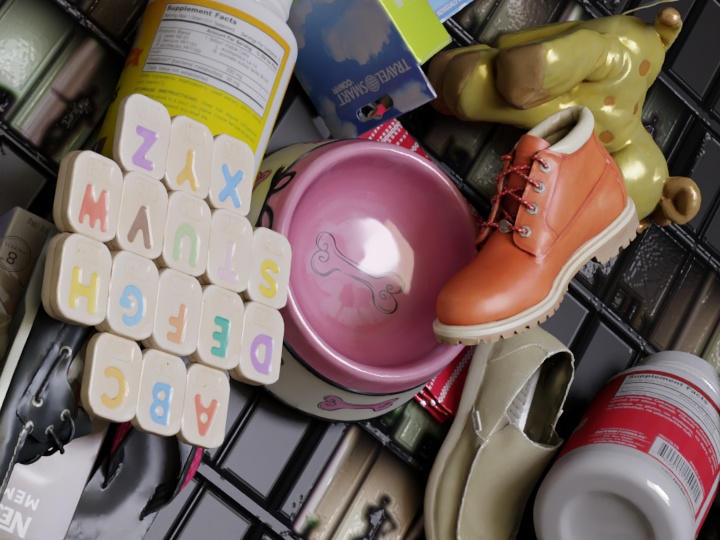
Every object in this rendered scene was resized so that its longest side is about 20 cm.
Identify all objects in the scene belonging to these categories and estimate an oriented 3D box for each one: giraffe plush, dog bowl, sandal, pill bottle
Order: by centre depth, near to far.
[{"bbox_3d":[-0.137,0.121,1.310,0.075,0.045,0.201,35,65,-19],"label":"sandal"},{"bbox_3d":[-0.109,-0.115,1.336,0.109,0.109,0.201,27,68,-23],"label":"pill bottle"},{"bbox_3d":[0.000,0.000,1.372,0.199,0.074,0.202,7,75,-29],"label":"dog bowl"},{"bbox_3d":[0.204,0.138,1.432,0.113,0.112,0.200,57,32,-8],"label":"pill bottle"},{"bbox_3d":[0.164,-0.099,1.468,0.199,0.172,0.163,-16,100,-14],"label":"giraffe plush"}]

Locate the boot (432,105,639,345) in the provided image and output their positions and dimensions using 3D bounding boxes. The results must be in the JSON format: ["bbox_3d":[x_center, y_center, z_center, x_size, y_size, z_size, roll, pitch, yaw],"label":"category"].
[{"bbox_3d":[0.106,-0.031,1.339,0.200,0.075,0.108,-42,124,-37],"label":"boot"}]

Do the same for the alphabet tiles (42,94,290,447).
[{"bbox_3d":[-0.112,0.001,1.213,0.200,0.015,0.197,23,68,-49],"label":"alphabet tiles"}]

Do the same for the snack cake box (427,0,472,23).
[{"bbox_3d":[0.052,-0.251,1.480,0.200,0.067,0.115,-39,101,-30],"label":"snack cake box"}]

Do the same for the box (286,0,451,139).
[{"bbox_3d":[-0.024,-0.197,1.392,0.048,0.122,0.201,-40,101,-38],"label":"box"}]

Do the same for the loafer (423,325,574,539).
[{"bbox_3d":[0.101,0.130,1.415,0.075,0.068,0.201,20,79,-42],"label":"loafer"}]

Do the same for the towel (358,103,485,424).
[{"bbox_3d":[0.040,-0.004,1.451,0.200,0.022,0.145,47,61,-13],"label":"towel"}]

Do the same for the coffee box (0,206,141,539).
[{"bbox_3d":[-0.216,0.079,1.253,0.114,0.080,0.201,27,68,-21],"label":"coffee box"}]

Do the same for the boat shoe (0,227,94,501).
[{"bbox_3d":[-0.187,0.075,1.181,0.066,0.075,0.200,20,61,-11],"label":"boat shoe"}]
